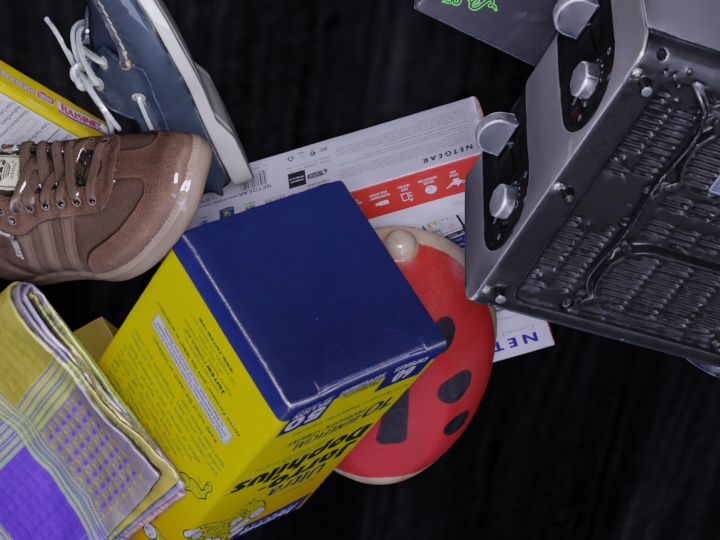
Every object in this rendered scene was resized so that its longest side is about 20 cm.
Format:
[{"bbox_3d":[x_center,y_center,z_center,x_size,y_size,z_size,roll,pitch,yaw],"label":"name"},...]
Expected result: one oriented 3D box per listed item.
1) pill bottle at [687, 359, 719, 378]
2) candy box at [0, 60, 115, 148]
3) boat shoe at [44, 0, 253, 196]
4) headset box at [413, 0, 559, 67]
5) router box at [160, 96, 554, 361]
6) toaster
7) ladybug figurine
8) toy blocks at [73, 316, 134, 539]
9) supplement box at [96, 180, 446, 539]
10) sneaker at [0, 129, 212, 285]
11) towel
[{"bbox_3d":[0.252,-0.033,1.124,0.106,0.106,0.200,6,135,-16],"label":"pill bottle"},{"bbox_3d":[-0.239,-0.039,1.089,0.200,0.026,0.102,-37,134,27],"label":"candy box"},{"bbox_3d":[-0.117,-0.104,1.010,0.062,0.075,0.200,-26,145,2],"label":"boat shoe"},{"bbox_3d":[0.137,-0.182,0.954,0.174,0.093,0.200,22,129,-29],"label":"headset box"},{"bbox_3d":[0.000,0.000,1.156,0.200,0.049,0.180,-17,137,8],"label":"router box"},{"bbox_3d":[0.167,-0.054,0.936,0.200,0.119,0.181,15,134,-19],"label":"toaster"},{"bbox_3d":[0.015,0.057,1.130,0.136,0.072,0.200,-4,137,-5],"label":"ladybug figurine"},{"bbox_3d":[-0.165,0.125,1.197,0.200,0.137,0.100,-29,134,20],"label":"toy blocks"},{"bbox_3d":[-0.062,0.060,1.043,0.109,0.110,0.200,-21,160,-37],"label":"supplement box"},{"bbox_3d":[-0.155,-0.034,0.995,0.075,0.071,0.200,24,154,-32],"label":"sneaker"},{"bbox_3d":[-0.189,0.104,1.063,0.144,0.023,0.200,51,130,0],"label":"towel"}]
